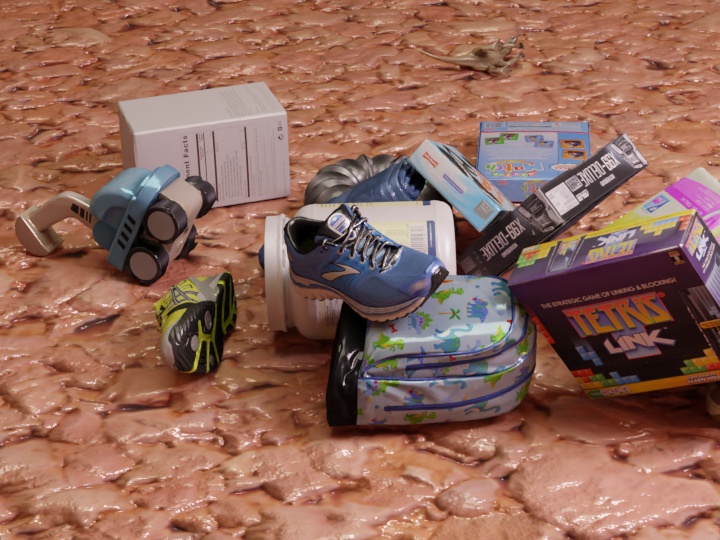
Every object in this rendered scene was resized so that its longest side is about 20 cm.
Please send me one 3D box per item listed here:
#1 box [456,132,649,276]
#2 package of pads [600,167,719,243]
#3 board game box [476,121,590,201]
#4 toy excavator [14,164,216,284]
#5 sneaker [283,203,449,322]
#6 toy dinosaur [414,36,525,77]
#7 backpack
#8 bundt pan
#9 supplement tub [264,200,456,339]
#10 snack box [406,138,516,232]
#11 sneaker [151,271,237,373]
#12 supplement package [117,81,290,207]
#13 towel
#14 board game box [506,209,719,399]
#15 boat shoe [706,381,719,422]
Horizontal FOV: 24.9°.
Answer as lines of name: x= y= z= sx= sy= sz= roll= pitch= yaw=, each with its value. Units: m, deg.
box: x=0.220 y=-0.068 z=1.868 sx=0.050 sy=0.158 sz=0.200 roll=53 pitch=43 yaw=5
package of pads: x=0.309 y=-0.012 z=1.686 sx=0.199 sy=0.068 sz=0.155 roll=-33 pitch=22 yaw=3
board game box: x=0.228 y=-0.145 z=2.145 sx=0.150 sy=0.037 sz=0.200 roll=1 pitch=26 yaw=6
toy excavator: x=-0.296 y=-0.065 z=1.926 sx=0.199 sy=0.195 sz=0.100 roll=34 pitch=34 yaw=6
sneaker: x=-0.004 y=-0.011 z=1.575 sx=0.199 sy=0.090 sz=0.079 roll=10 pitch=45 yaw=40
toy dinosaur: x=0.185 y=-0.325 z=2.515 sx=0.199 sy=0.059 sz=0.101 roll=-13 pitch=12 yaw=-38
backpack: x=0.075 y=0.078 z=1.603 sx=0.198 sy=0.155 sz=0.164 roll=12 pitch=35 yaw=-2
bundt pan: x=0.020 y=-0.084 z=1.993 sx=0.200 sy=0.076 sz=0.202 roll=-2 pitch=27 yaw=1
supplement tub: x=0.000 y=0.000 z=1.742 sx=0.198 sy=0.146 sz=0.145 roll=-2 pitch=26 yaw=0
snack box: x=0.122 y=-0.097 z=1.891 sx=0.116 sy=0.037 sz=0.200 roll=45 pitch=10 yaw=7
sneaker: x=-0.185 y=0.060 z=1.729 sx=0.076 sy=0.076 sz=0.200 roll=-5 pitch=15 yaw=10
supplement package: x=-0.202 y=-0.156 z=2.100 sx=0.198 sy=0.121 sz=0.121 roll=-9 pitch=28 yaw=-15
towel: x=-0.020 y=-0.055 z=1.857 sx=0.199 sy=0.049 sz=0.112 roll=-28 pitch=11 yaw=17
board game box: x=0.263 y=0.037 z=1.535 sx=0.199 sy=0.166 sz=0.057 roll=-14 pitch=36 yaw=42
boat shoe: x=0.372 y=0.081 z=1.644 sx=0.073 sy=0.065 sz=0.200 roll=-1 pitch=27 yaw=1
